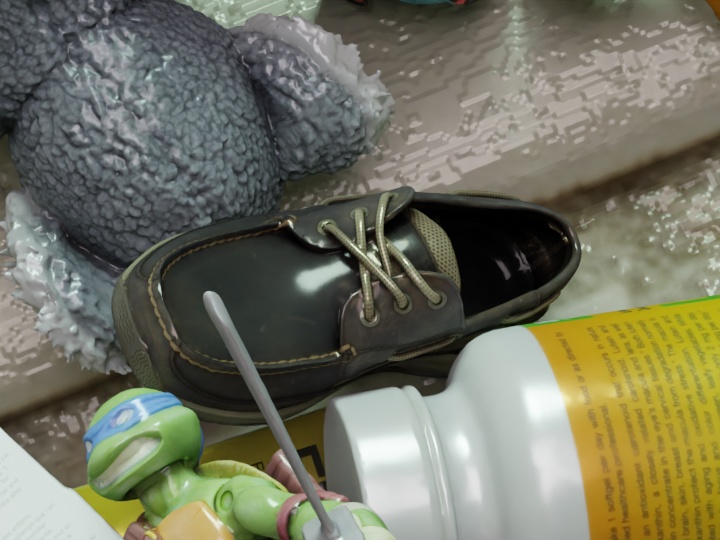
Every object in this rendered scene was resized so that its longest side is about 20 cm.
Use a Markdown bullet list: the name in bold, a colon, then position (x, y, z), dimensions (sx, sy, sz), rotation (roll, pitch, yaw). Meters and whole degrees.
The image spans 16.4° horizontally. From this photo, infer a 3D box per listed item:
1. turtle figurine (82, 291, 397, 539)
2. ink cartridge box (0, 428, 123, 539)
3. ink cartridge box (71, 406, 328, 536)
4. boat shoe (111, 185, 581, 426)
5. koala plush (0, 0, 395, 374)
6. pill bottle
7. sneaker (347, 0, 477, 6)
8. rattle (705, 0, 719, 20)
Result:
- **turtle figurine**: position (-0.043, 0.129, 0.729), dimensions (0.144, 0.200, 0.194), rotation (-35, 85, -5)
- **ink cartridge box**: position (-0.112, 0.137, 0.830), dimensions (0.200, 0.050, 0.109), rotation (43, 69, 11)
- **ink cartridge box**: position (-0.020, 0.154, 0.881), dimensions (0.200, 0.047, 0.198), rotation (-19, 72, -2)
- **boat shoe**: position (0.000, 0.000, 0.858), dimensions (0.200, 0.073, 0.075), rotation (-11, 69, -49)
- **koala plush**: position (-0.104, -0.074, 0.902), dimensions (0.177, 0.184, 0.200), rotation (-38, 86, -9)
- **pill bottle**: position (0.093, 0.068, 0.852), dimensions (0.200, 0.111, 0.111), rotation (-8, 72, -10)
- **sneaker**: position (0.011, -0.202, 0.967), dimensions (0.095, 0.079, 0.200), rotation (2, 78, 28)
- **rattle**: position (0.140, -0.186, 0.972), dimensions (0.143, 0.130, 0.200), rotation (9, 46, -6)
